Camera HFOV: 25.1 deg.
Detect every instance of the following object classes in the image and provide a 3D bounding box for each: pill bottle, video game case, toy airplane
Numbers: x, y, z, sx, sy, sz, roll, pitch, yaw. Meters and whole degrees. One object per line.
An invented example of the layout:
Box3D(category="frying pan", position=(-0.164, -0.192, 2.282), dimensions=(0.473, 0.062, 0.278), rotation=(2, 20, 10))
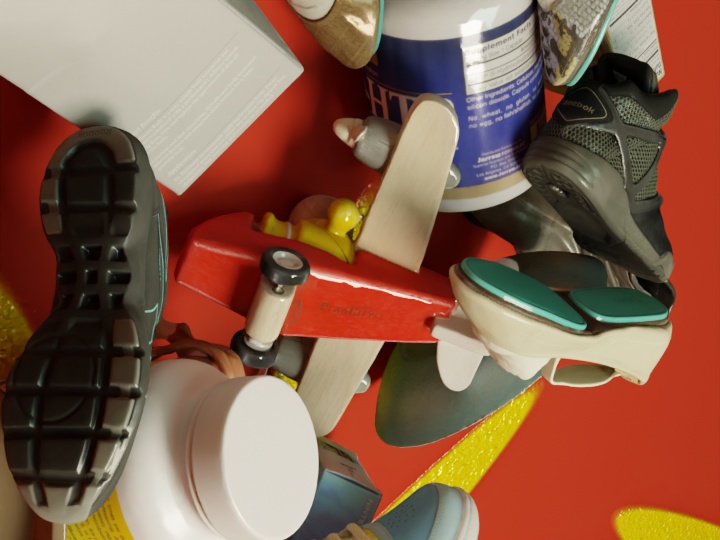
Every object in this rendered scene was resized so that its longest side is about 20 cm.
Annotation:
Box3D(category="pill bottle", position=(0.057, -0.151, 1.042), dimensions=(0.119, 0.119, 0.202), rotation=(-35, 132, -32))
Box3D(category="video game case", position=(-0.054, 0.216, 1.077), dimensions=(0.045, 0.181, 0.202), rotation=(25, 89, -7))
Box3D(category="pill bottle", position=(-0.126, 0.109, 0.883), dimensions=(0.112, 0.198, 0.114), rotation=(18, 68, -54))
Box3D(category="toy airplane", position=(0.000, 0.000, 1.037), dimensions=(0.199, 0.142, 0.200), rotation=(-30, 130, 2))

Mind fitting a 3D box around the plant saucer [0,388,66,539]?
Box3D(category="plant saucer", position=(-0.248, 0.124, 0.825), dimensions=(0.197, 0.030, 0.203), rotation=(-1, 109, -4))

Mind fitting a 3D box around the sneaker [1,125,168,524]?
Box3D(category="sneaker", position=(-0.126, 0.031, 0.818), dimensions=(0.079, 0.074, 0.203), rotation=(55, 39, -64))

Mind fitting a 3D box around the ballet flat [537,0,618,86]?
Box3D(category="ballet flat", position=(0.142, -0.214, 0.984), dimensions=(0.072, 0.072, 0.202), rotation=(7, 114, -50))

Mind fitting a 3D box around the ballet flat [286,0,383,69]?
Box3D(category="ballet flat", position=(-0.028, -0.213, 0.953), dimensions=(0.072, 0.067, 0.202), rotation=(-24, 123, -42))

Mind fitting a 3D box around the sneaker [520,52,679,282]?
Box3D(category="sneaker", position=(0.182, -0.069, 1.092), dimensions=(0.115, 0.076, 0.199), rotation=(-60, 142, -11))

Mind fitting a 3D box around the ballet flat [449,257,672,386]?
Box3D(category="ballet flat", position=(0.119, 0.040, 1.000), dimensions=(0.198, 0.069, 0.070), rotation=(10, 101, -41))

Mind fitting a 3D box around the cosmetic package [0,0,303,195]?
Box3D(category="cosmetic package", position=(-0.132, -0.135, 0.840), dimensions=(0.107, 0.090, 0.200), rotation=(-42, 140, 8))

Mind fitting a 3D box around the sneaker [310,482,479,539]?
Box3D(category="sneaker", position=(-0.030, 0.173, 0.937), dimensions=(0.200, 0.079, 0.131), rotation=(-45, 113, -10))

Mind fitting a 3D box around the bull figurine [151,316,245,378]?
Box3D(category="bull figurine", position=(-0.111, 0.128, 0.991), dimensions=(0.065, 0.121, 0.203), rotation=(-10, 117, -44))

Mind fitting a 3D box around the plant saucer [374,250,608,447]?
Box3D(category="plant saucer", position=(0.080, 0.041, 1.136), dimensions=(0.201, 0.200, 0.039), rotation=(-46, 108, -23))

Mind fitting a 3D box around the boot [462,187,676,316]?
Box3D(category="boot", position=(0.163, -0.028, 1.218), dimensions=(0.068, 0.130, 0.200), rotation=(-59, 141, -8))

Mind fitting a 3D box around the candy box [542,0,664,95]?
Box3D(category="candy box", position=(0.133, -0.210, 1.102), dimensions=(0.055, 0.115, 0.201), rotation=(-44, 136, -23))
